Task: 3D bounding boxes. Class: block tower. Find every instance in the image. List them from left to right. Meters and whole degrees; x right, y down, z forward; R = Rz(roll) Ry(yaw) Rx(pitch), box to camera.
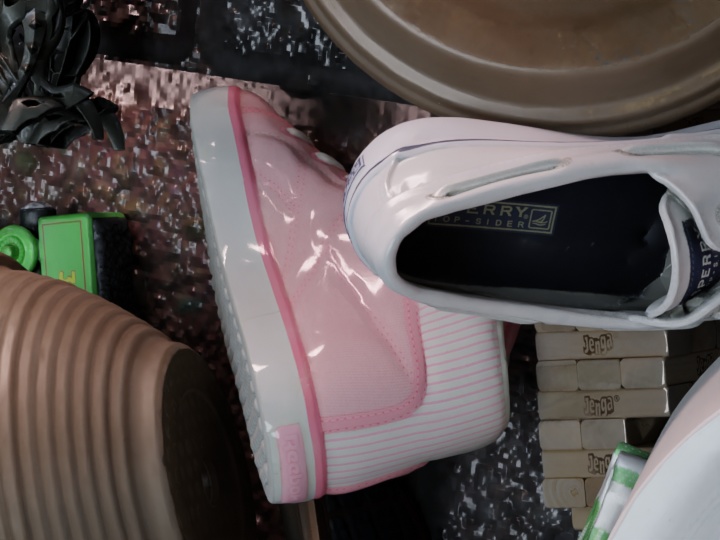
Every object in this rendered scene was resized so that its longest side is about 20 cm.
[{"bbox_3d":[0.093,-0.012,0.937,0.058,0.054,0.200,-4,91,37],"label":"block tower"}]

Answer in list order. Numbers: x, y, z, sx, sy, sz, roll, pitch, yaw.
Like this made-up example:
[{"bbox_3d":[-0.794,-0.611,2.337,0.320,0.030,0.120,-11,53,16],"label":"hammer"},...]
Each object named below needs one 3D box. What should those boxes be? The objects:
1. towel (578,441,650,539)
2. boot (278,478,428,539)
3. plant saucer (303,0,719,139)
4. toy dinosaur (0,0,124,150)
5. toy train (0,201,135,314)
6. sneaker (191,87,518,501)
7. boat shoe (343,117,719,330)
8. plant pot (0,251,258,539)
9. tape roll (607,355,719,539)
[{"bbox_3d":[0.113,0.173,0.895,0.153,0.023,0.200,22,102,8],"label":"towel"},{"bbox_3d":[-0.020,0.148,1.022,0.097,0.075,0.200,-20,83,34],"label":"boot"},{"bbox_3d":[0.067,-0.141,0.898,0.200,0.029,0.200,-2,75,7],"label":"plant saucer"},{"bbox_3d":[-0.129,-0.118,1.055,0.200,0.102,0.136,5,88,30],"label":"toy dinosaur"},{"bbox_3d":[-0.111,0.071,1.109,0.056,0.042,0.200,-5,90,27],"label":"toy train"},{"bbox_3d":[0.000,0.000,0.987,0.200,0.105,0.075,-109,9,-50],"label":"sneaker"},{"bbox_3d":[0.096,-0.008,0.858,0.065,0.200,0.074,-110,18,-64],"label":"boat shoe"},{"bbox_3d":[-0.095,0.083,0.983,0.093,0.201,0.201,-13,85,12],"label":"plant pot"},{"bbox_3d":[0.167,0.107,0.791,0.203,0.139,0.203,2,98,12],"label":"tape roll"}]
